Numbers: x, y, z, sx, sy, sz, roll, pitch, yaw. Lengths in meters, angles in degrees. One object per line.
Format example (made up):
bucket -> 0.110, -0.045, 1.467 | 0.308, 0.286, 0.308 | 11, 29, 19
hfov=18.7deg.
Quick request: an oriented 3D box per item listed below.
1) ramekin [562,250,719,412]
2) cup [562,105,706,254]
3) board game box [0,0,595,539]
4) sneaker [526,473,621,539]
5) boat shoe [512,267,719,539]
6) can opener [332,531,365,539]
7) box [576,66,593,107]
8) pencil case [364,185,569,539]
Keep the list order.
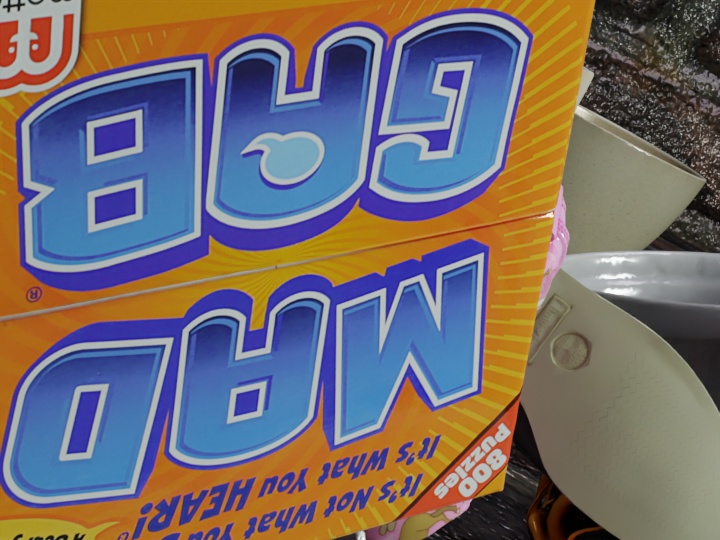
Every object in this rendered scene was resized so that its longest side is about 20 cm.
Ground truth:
ramekin -> 0.192, 0.054, 1.250 | 0.200, 0.105, 0.200 | 3, 9, 0
cup -> 0.193, -0.069, 1.987 | 0.200, 0.143, 0.200 | 27, 10, -5
board game box -> -0.078, -0.044, 0.651 | 0.200, 0.200, 0.200 | -11, 33, -34
sneaker -> 0.112, 0.108, 0.990 | 0.077, 0.078, 0.200 | 22, 11, -12
boat shoe -> 0.082, 0.042, 0.915 | 0.201, 0.074, 0.063 | 43, -4, 6
can opener -> -0.083, 0.062, 0.721 | 0.200, 0.053, 0.067 | 32, 9, 29
box -> 0.033, -0.043, 1.181 | 0.095, 0.200, 0.078 | 33, 10, 21
pencil case -> 0.019, 0.025, 0.815 | 0.086, 0.200, 0.083 | -22, 62, -21
